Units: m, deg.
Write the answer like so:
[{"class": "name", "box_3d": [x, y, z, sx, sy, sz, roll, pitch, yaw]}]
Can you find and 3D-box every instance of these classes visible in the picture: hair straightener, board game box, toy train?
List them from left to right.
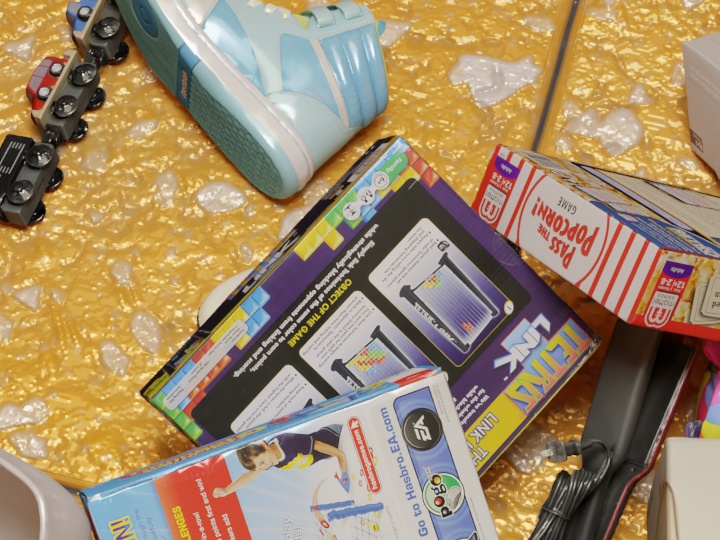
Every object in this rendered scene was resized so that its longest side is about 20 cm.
[{"class": "toy train", "box_3d": [-0.191, -0.114, 1.326, 0.046, 0.034, 0.200, 11, 59, 19]}, {"class": "board game box", "box_3d": [-0.021, 0.175, 1.077, 0.196, 0.056, 0.200, -19, 94, -11]}, {"class": "board game box", "box_3d": [0.006, 0.053, 1.140, 0.165, 0.057, 0.200, 45, 82, -11]}, {"class": "hair straightener", "box_3d": [0.117, 0.113, 1.137, 0.041, 0.077, 0.200, 25, 89, 52]}, {"class": "board game box", "box_3d": [0.184, -0.008, 1.157, 0.200, 0.046, 0.151, 10, 18, -37]}]

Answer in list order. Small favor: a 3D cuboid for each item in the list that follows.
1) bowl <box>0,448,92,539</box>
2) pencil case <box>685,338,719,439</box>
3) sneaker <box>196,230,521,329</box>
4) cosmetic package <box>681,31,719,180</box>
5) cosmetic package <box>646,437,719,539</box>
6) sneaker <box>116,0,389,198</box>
[{"class": "bowl", "box_3d": [-0.225, 0.174, 1.072, 0.200, 0.075, 0.200, 19, 94, 34]}, {"class": "pencil case", "box_3d": [0.281, 0.096, 1.165, 0.200, 0.088, 0.088, 17, 60, 8]}, {"class": "sneaker", "box_3d": [0.001, 0.000, 1.219, 0.199, 0.093, 0.070, -8, 59, -5]}, {"class": "cosmetic package", "box_3d": [0.310, -0.115, 1.277, 0.200, 0.090, 0.107, -16, 30, -13]}, {"class": "cosmetic package", "box_3d": [0.191, 0.200, 1.092, 0.073, 0.104, 0.200, 2, 57, 2]}, {"class": "sneaker", "box_3d": [-0.062, -0.153, 1.317, 0.131, 0.080, 0.200, -35, 81, -20]}]
